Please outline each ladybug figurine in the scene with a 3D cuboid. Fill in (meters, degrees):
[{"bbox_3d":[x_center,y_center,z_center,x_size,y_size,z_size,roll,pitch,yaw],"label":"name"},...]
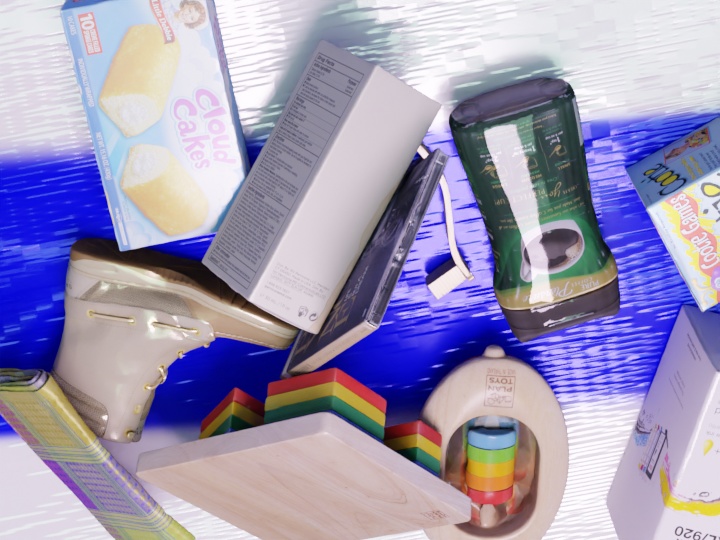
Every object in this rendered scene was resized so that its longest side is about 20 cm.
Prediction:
[{"bbox_3d":[0.108,0.154,1.578,0.134,0.072,0.202,5,110,-3],"label":"ladybug figurine"}]

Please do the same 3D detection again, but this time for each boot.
[{"bbox_3d":[-0.158,0.072,1.535,0.198,0.073,0.157,15,107,-1],"label":"boot"}]

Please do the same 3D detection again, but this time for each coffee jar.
[{"bbox_3d":[0.143,-0.046,1.500,0.103,0.085,0.202,-16,109,0],"label":"coffee jar"}]

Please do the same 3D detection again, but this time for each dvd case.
[{"bbox_3d":[0.000,0.000,1.426,0.016,0.200,0.150,27,68,-11],"label":"dvd case"}]

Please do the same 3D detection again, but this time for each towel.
[{"bbox_3d":[-0.229,0.155,1.540,0.023,0.143,0.200,-48,110,-25],"label":"towel"}]

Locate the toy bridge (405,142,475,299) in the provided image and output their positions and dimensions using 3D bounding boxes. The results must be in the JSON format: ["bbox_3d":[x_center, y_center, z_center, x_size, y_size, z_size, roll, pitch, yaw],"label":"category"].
[{"bbox_3d":[0.035,-0.069,1.519,0.067,0.027,0.200,-35,106,9],"label":"toy bridge"}]

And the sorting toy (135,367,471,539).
[{"bbox_3d":[-0.043,0.153,1.513,0.197,0.070,0.200,-15,146,34],"label":"sorting toy"}]

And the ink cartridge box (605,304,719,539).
[{"bbox_3d":[0.313,0.161,1.550,0.146,0.145,0.202,14,110,-8],"label":"ink cartridge box"}]

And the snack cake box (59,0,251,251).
[{"bbox_3d":[-0.155,-0.128,1.470,0.114,0.067,0.202,-11,110,3],"label":"snack cake box"}]

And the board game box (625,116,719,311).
[{"bbox_3d":[0.329,-0.073,1.488,0.199,0.105,0.103,-29,109,9],"label":"board game box"}]

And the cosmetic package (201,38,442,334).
[{"bbox_3d":[-0.032,-0.066,1.429,0.073,0.103,0.201,28,94,-32],"label":"cosmetic package"}]
